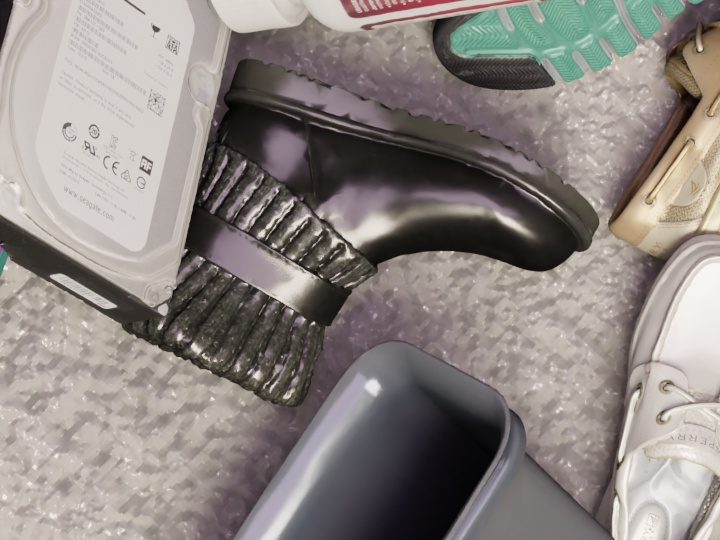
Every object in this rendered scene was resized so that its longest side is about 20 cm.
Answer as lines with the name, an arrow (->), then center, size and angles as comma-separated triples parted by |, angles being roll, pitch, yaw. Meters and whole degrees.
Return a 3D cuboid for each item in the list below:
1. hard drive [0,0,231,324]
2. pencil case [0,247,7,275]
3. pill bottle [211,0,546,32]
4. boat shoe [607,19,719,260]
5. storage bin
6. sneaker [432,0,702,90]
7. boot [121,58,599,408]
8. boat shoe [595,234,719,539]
hard drive -> -0.129, -0.092, 1.235 | 0.140, 0.038, 0.200 | 34, 56, -41
pencil case -> -0.203, -0.027, 1.265 | 0.092, 0.085, 0.200 | 18, 86, 22
pill bottle -> 0.025, -0.177, 1.256 | 0.200, 0.110, 0.110 | -7, 88, 18
boat shoe -> 0.190, -0.099, 1.315 | 0.064, 0.071, 0.200 | 24, 86, -5
storage bin -> 0.021, 0.157, 1.259 | 0.134, 0.146, 0.200 | 39, 82, -40
sneaker -> 0.129, -0.163, 1.327 | 0.200, 0.088, 0.074 | -22, 129, 10
boot -> -0.001, 0.000, 1.285 | 0.211, 0.079, 0.158 | 20, 79, 6
boat shoe -> 0.166, 0.083, 1.286 | 0.071, 0.069, 0.200 | 11, 99, -3
